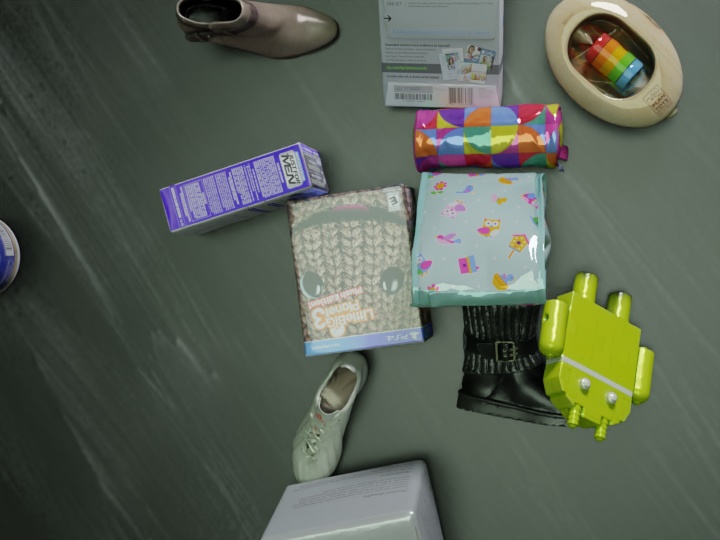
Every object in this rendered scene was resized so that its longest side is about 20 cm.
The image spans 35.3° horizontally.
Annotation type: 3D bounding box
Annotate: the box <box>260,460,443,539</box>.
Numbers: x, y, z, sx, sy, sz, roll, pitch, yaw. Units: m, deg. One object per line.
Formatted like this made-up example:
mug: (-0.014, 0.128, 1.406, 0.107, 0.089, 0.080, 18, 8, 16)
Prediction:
box: (0.004, 0.376, 1.427, 0.197, 0.171, 0.202, -12, 99, 10)

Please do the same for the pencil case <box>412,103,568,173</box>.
pencil case: (0.165, -0.166, 1.443, 0.197, 0.088, 0.090, 2, 92, 11)

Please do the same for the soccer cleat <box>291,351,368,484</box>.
soccer cleat: (-0.047, 0.199, 1.489, 0.069, 0.078, 0.202, 23, 101, 9)

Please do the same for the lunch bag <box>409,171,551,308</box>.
lunch bag: (0.149, -0.024, 1.388, 0.168, 0.201, 0.123, 0, 132, 9)

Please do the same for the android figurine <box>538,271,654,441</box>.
android figurine: (0.287, 0.108, 1.389, 0.181, 0.041, 0.202, 29, 60, -25)

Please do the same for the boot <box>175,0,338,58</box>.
boot: (-0.138, -0.321, 1.463, 0.197, 0.146, 0.071, -2, 89, 10)

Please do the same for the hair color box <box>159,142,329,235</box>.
hair color box: (-0.151, -0.105, 1.489, 0.198, 0.109, 0.066, -16, 87, 10)

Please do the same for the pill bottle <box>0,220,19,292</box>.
pill bottle: (-0.556, -0.018, 1.520, 0.118, 0.200, 0.121, 0, 91, 11)

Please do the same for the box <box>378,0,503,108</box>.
box: (0.102, -0.303, 1.421, 0.154, 0.041, 0.202, 2, 126, 11)

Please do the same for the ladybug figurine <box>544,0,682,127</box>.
ladybug figurine: (0.317, -0.259, 1.417, 0.136, 0.072, 0.200, -45, 83, 8)

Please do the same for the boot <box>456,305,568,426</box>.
boot: (0.224, 0.111, 1.440, 0.209, 0.079, 0.160, 8, 93, 11)

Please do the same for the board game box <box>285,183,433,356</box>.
board game box: (0.000, 0.000, 1.470, 0.158, 0.097, 0.203, -8, 90, 11)
